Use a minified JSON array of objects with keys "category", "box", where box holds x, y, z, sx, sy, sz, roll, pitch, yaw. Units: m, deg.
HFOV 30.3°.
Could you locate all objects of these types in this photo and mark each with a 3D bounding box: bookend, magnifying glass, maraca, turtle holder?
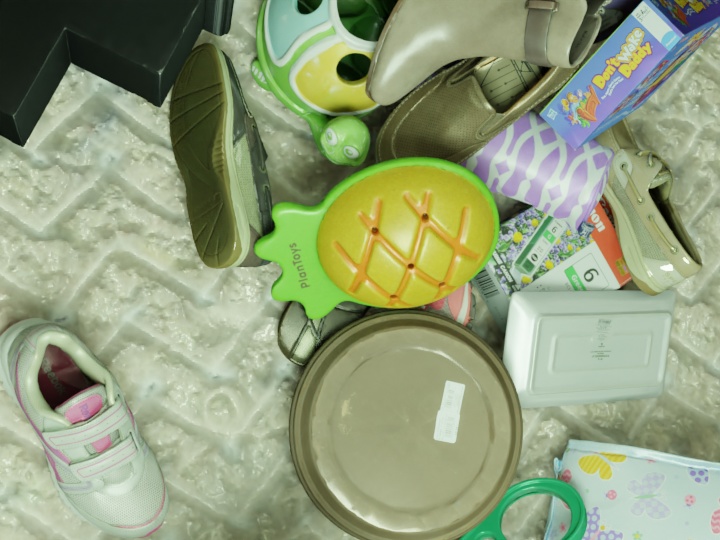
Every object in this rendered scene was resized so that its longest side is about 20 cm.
[{"category":"bookend","box":[-0.232,-0.176,1.061,0.199,0.092,0.199,25,75,-2]},{"category":"magnifying glass","box":[0.101,0.240,1.144,0.199,0.080,0.022,-23,133,-6]},{"category":"maraca","box":[0.015,-0.024,1.088,0.199,0.107,0.137,-15,119,5]},{"category":"turtle holder","box":[-0.023,-0.193,1.142,0.141,0.132,0.186,34,71,-13]}]

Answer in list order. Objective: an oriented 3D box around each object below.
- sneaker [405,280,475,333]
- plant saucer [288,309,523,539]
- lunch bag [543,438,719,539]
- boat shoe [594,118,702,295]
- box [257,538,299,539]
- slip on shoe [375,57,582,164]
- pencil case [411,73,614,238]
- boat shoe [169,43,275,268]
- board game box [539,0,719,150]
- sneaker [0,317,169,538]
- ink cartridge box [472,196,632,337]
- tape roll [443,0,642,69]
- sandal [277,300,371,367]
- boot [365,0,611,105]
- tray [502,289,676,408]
[{"category":"sneaker","box":[0.033,0.071,1.151,0.087,0.074,0.201,28,73,-12]},{"category":"plant saucer","box":[0.040,0.131,1.104,0.199,0.029,0.201,1,82,-6]},{"category":"lunch bag","box":[0.262,0.246,1.178,0.199,0.127,0.170,8,75,10]},{"category":"boat shoe","box":[0.262,-0.079,1.234,0.072,0.065,0.201,9,59,-48]},{"category":"box","box":[-0.103,0.306,0.994,0.200,0.199,0.131,-28,91,-21]},{"category":"slip on shoe","box":[0.097,-0.140,1.105,0.200,0.061,0.076,-30,88,7]},{"category":"pencil case","box":[0.127,-0.105,1.178,0.199,0.086,0.084,26,68,4]},{"category":"boat shoe","box":[-0.113,-0.094,1.132,0.066,0.072,0.202,11,62,-47]},{"category":"board game box","box":[0.247,-0.186,1.164,0.045,0.135,0.200,46,31,7]},{"category":"sneaker","box":[-0.217,0.125,1.041,0.081,0.088,0.200,-37,95,-21]},{"category":"ink cartridge box","box":[0.199,-0.024,1.240,0.200,0.050,0.109,-31,92,-21]},{"category":"tape roll","box":[0.159,-0.247,1.182,0.199,0.200,0.085,-12,85,-21]},{"category":"sandal","box":[0.000,0.000,1.166,0.082,0.055,0.200,36,85,-5]},{"category":"boot","box":[0.109,-0.194,1.048,0.146,0.070,0.200,32,92,31]},{"category":"tray","box":[0.214,0.072,1.208,0.199,0.022,0.108,0,100,-32]}]
